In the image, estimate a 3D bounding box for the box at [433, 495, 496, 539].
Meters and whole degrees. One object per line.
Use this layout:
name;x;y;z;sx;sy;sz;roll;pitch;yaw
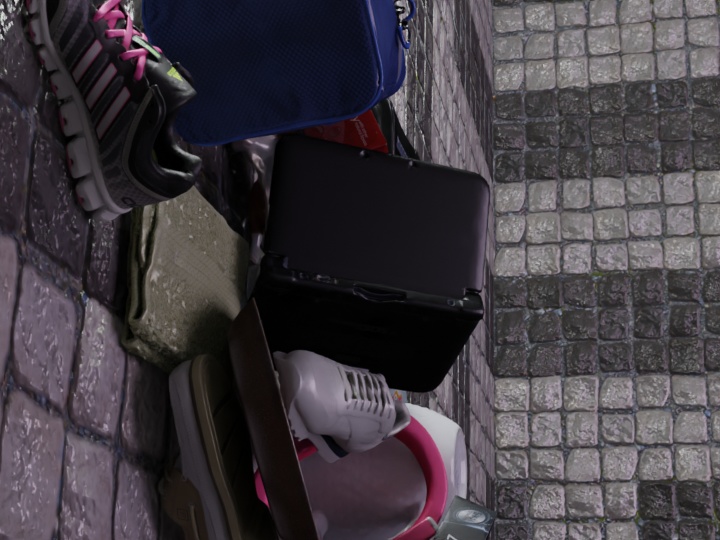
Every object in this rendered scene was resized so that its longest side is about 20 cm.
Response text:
box;0.057;0.326;1.135;0.160;0.043;0.202;-52;159;-57

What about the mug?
mug;0.011;0.216;1.253;0.201;0.173;0.149;-72;156;-57

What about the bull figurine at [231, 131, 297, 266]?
bull figurine;-0.074;-0.041;1.180;0.201;0.064;0.122;68;26;-50

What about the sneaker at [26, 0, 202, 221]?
sneaker;-0.148;-0.128;0.801;0.074;0.086;0.202;-68;152;-62

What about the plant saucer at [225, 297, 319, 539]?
plant saucer;-0.068;0.122;0.966;0.200;0.032;0.203;164;-90;-85

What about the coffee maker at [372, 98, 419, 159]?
coffee maker;-0.009;-0.126;1.402;0.200;0.134;0.194;51;15;-71

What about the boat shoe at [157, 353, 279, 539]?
boat shoe;-0.115;0.160;0.939;0.075;0.068;0.202;-61;141;-66

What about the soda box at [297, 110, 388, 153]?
soda box;-0.035;-0.160;1.186;0.064;0.069;0.201;79;-9;-58

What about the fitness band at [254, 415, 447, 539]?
fitness band;-0.010;0.204;1.151;0.144;0.199;0.037;58;-28;14

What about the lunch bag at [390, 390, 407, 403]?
lunch bag;0.007;0.189;1.468;0.161;0.076;0.202;-65;150;-62

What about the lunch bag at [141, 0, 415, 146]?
lunch bag;-0.054;-0.181;0.985;0.132;0.197;0.138;-56;136;-74

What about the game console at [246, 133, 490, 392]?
game console;0.000;0.000;1.100;0.117;0.198;0.177;-97;-155;-43

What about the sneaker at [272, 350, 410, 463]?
sneaker;-0.016;0.106;1.064;0.200;0.080;0.077;50;29;-68

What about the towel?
towel;-0.130;0.011;0.973;0.200;0.036;0.150;57;34;-67
